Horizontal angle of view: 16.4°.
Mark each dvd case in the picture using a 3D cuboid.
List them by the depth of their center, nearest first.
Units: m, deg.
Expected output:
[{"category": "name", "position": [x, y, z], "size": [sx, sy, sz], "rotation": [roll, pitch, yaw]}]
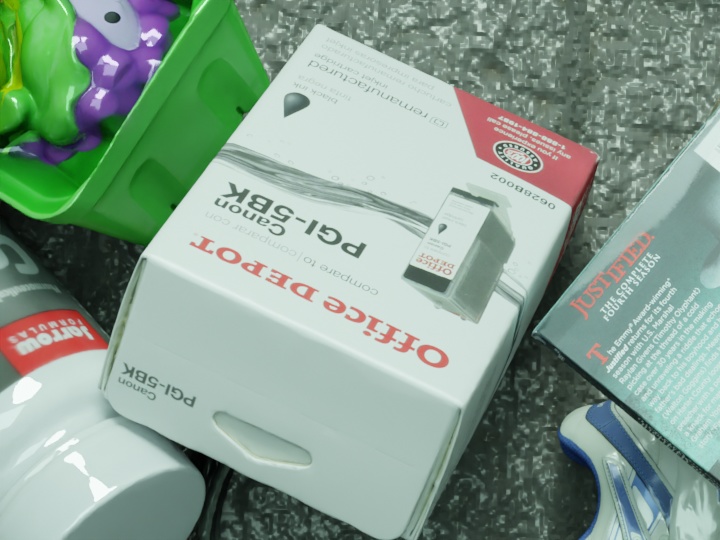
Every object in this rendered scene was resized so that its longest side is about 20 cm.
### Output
[{"category": "dvd case", "position": [0.190, 0.034, 1.001], "size": [0.200, 0.022, 0.146], "rotation": [39, 85, 6]}]

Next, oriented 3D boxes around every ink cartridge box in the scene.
[{"category": "ink cartridge box", "position": [0.000, 0.000, 1.055], "size": [0.147, 0.083, 0.200], "rotation": [25, 39, 5]}]

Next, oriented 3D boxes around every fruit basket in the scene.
[{"category": "fruit basket", "position": [-0.166, -0.106, 1.050], "size": [0.215, 0.216, 0.156], "rotation": [33, 84, 7]}]

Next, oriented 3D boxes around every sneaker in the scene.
[{"category": "sneaker", "position": [0.127, 0.152, 1.095], "size": [0.088, 0.075, 0.200], "rotation": [-4, 71, 9]}]

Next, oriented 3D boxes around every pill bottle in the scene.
[{"category": "pill bottle", "position": [-0.163, 0.051, 1.069], "size": [0.114, 0.114, 0.200], "rotation": [-43, 65, -5]}]

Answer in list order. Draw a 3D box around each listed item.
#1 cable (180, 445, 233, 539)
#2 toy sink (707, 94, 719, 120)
[{"category": "cable", "position": [-0.077, 0.093, 1.114], "size": [0.097, 0.050, 0.200], "rotation": [40, 86, 14]}, {"category": "toy sink", "position": [0.216, -0.039, 1.087], "size": [0.200, 0.130, 0.112], "rotation": [-19, 81, 0]}]
